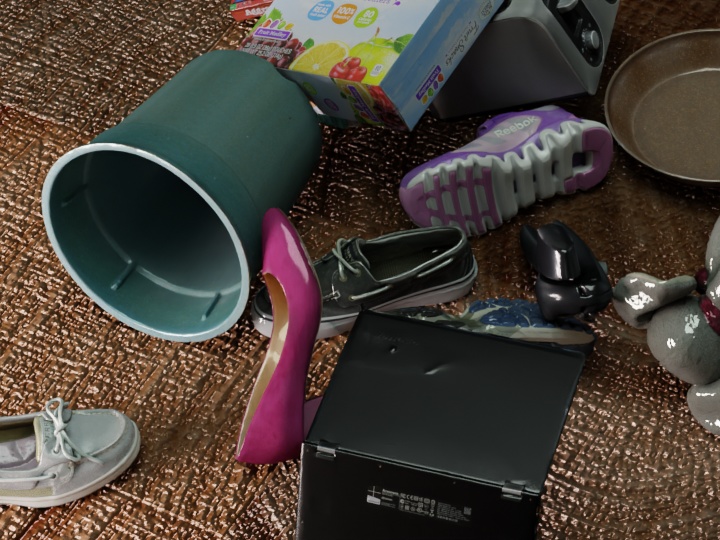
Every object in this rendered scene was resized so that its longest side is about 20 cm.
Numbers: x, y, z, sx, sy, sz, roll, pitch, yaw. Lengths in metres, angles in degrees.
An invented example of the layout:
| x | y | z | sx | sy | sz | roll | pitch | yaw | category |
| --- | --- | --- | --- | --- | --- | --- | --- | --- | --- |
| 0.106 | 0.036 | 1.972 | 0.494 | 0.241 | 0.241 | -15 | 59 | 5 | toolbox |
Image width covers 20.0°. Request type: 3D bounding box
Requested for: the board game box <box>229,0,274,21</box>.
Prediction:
| x | y | z | sx | sy | sz | roll | pitch | yaw | category |
| --- | --- | --- | --- | --- | --- | --- | --- | --- | --- |
| -0.031 | -0.307 | 2.003 | 0.198 | 0.019 | 0.104 | -9 | 51 | 25 | board game box |

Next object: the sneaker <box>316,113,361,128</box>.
| x | y | z | sx | sy | sz | roll | pitch | yaw | category |
| --- | --- | --- | --- | --- | --- | --- | --- | --- | --- |
| -0.010 | -0.204 | 1.940 | 0.091 | 0.078 | 0.200 | 8 | 41 | 28 | sneaker |

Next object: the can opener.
| x | y | z | sx | sy | sz | roll | pitch | yaw | category |
| --- | --- | --- | --- | --- | --- | --- | --- | --- | --- |
| 0.170 | -0.008 | 1.691 | 0.063 | 0.079 | 0.200 | 2 | 13 | -1 | can opener |

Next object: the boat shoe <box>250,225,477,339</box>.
| x | y | z | sx | sy | sz | roll | pitch | yaw | category |
| --- | --- | --- | --- | --- | --- | --- | --- | --- | --- |
| 0.000 | 0.000 | 1.738 | 0.198 | 0.071 | 0.072 | -16 | 47 | -5 | boat shoe |

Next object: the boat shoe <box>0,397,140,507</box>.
| x | y | z | sx | sy | sz | roll | pitch | yaw | category |
| --- | --- | --- | --- | --- | --- | --- | --- | --- | --- |
| -0.279 | 0.146 | 1.649 | 0.200 | 0.065 | 0.075 | -8 | 47 | 1 | boat shoe |

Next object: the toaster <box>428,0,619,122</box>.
| x | y | z | sx | sy | sz | roll | pitch | yaw | category |
| --- | --- | --- | --- | --- | --- | --- | --- | --- | --- |
| 0.131 | -0.241 | 1.880 | 0.199 | 0.119 | 0.182 | -8 | 46 | 32 | toaster |

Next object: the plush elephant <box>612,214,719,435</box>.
| x | y | z | sx | sy | sz | roll | pitch | yaw | category |
| --- | --- | --- | --- | --- | --- | --- | --- | --- | --- |
| 0.297 | 0.035 | 1.625 | 0.154 | 0.166 | 0.200 | -28 | 0 | 31 | plush elephant |

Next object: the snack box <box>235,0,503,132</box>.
| x | y | z | sx | sy | sz | roll | pitch | yaw | category |
| --- | --- | --- | --- | --- | --- | --- | --- | --- | --- |
| 0.008 | -0.217 | 1.802 | 0.199 | 0.068 | 0.169 | 17 | 64 | 45 | snack box |

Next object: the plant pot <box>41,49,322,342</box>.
| x | y | z | sx | sy | sz | roll | pitch | yaw | category |
| --- | --- | --- | --- | --- | --- | --- | --- | --- | --- |
| -0.139 | -0.079 | 1.762 | 0.199 | 0.201 | 0.196 | 15 | 44 | 21 | plant pot |

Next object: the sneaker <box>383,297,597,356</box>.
| x | y | z | sx | sy | sz | roll | pitch | yaw | category |
| --- | --- | --- | --- | --- | --- | --- | --- | --- | --- |
| 0.098 | 0.073 | 1.663 | 0.198 | 0.086 | 0.077 | -2 | 18 | -22 | sneaker |

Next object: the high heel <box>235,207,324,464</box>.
| x | y | z | sx | sy | sz | roll | pitch | yaw | category |
| --- | --- | --- | --- | --- | --- | --- | --- | --- | --- |
| -0.075 | 0.052 | 1.650 | 0.095 | 0.067 | 0.202 | -13 | 80 | -14 | high heel |

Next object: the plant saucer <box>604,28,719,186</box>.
| x | y | z | sx | sy | sz | roll | pitch | yaw | category |
| --- | --- | --- | --- | --- | --- | --- | --- | --- | --- |
| 0.320 | -0.140 | 1.845 | 0.198 | 0.037 | 0.201 | -4 | 46 | 4 | plant saucer |

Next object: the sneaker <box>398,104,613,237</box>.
| x | y | z | sx | sy | sz | roll | pitch | yaw | category |
| --- | --- | --- | --- | --- | --- | --- | --- | --- | --- |
| 0.120 | -0.096 | 1.812 | 0.199 | 0.081 | 0.089 | -19 | 40 | -16 | sneaker |

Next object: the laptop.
| x | y | z | sx | sy | sz | roll | pitch | yaw | category |
| --- | --- | --- | --- | --- | --- | --- | --- | --- | --- |
| 0.059 | 0.156 | 1.552 | 0.186 | 0.202 | 0.116 | 11 | 19 | 18 | laptop |
